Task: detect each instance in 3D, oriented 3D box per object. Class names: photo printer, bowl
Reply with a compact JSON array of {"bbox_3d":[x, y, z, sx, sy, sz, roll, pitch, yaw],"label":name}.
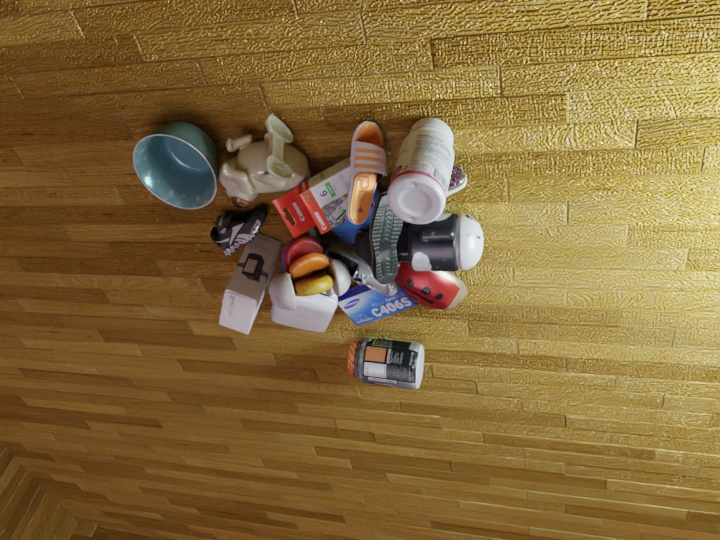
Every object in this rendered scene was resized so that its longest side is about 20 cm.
[{"bbox_3d":[-0.144,0.087,1.781,0.162,0.071,0.201,13,154,-8],"label":"photo printer"},{"bbox_3d":[-0.394,-0.248,1.546,0.195,0.107,0.204,11,137,10],"label":"bowl"}]

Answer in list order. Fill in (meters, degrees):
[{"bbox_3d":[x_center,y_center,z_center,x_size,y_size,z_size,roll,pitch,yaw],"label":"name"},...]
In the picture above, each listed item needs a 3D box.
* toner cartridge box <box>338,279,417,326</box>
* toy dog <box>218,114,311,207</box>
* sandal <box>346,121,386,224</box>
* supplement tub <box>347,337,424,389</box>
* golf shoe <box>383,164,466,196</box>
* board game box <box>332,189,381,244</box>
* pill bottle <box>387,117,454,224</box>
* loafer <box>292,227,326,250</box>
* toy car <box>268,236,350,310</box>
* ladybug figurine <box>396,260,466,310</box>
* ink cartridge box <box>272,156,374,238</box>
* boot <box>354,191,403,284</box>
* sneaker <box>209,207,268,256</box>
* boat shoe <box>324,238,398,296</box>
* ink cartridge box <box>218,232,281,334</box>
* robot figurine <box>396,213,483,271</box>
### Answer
[{"bbox_3d":[0.043,0.071,1.745,0.197,0.044,0.095,-23,121,36],"label":"toner cartridge box"},{"bbox_3d":[-0.222,-0.222,1.511,0.196,0.144,0.192,-17,161,31],"label":"toy dog"},{"bbox_3d":[0.020,-0.194,1.417,0.077,0.059,0.213,-2,106,-33],"label":"sandal"},{"bbox_3d":[0.069,0.249,1.875,0.194,0.124,0.125,6,137,15],"label":"supplement tub"},{"bbox_3d":[0.146,-0.169,1.469,0.196,0.075,0.091,-13,150,38],"label":"golf shoe"},{"bbox_3d":[-0.022,-0.155,1.559,0.157,0.039,0.199,-34,117,30],"label":"board game box"},{"bbox_3d":[0.122,-0.197,1.341,0.110,0.203,0.115,9,137,9],"label":"pill bottle"},{"bbox_3d":[-0.131,-0.082,1.648,0.068,0.071,0.203,-5,133,12],"label":"loafer"},{"bbox_3d":[-0.126,-0.001,1.574,0.171,0.154,0.200,-16,-178,-15],"label":"toy car"},{"bbox_3d":[0.160,0.034,1.637,0.196,0.074,0.135,27,157,-16],"label":"ladybug figurine"},{"bbox_3d":[-0.080,-0.145,1.482,0.196,0.051,0.110,-27,121,6],"label":"ink cartridge box"},{"bbox_3d":[0.026,-0.090,1.507,0.075,0.138,0.205,-7,119,-25],"label":"boot"},{"bbox_3d":[-0.304,-0.107,1.687,0.090,0.068,0.198,37,137,-23],"label":"sneaker"},{"bbox_3d":[0.000,0.000,1.648,0.199,0.069,0.072,41,127,4],"label":"boat shoe"},{"bbox_3d":[-0.273,0.032,1.717,0.082,0.203,0.146,20,138,-3],"label":"ink cartridge box"},{"bbox_3d":[0.171,-0.064,1.518,0.194,0.151,0.128,0,121,14],"label":"robot figurine"}]
